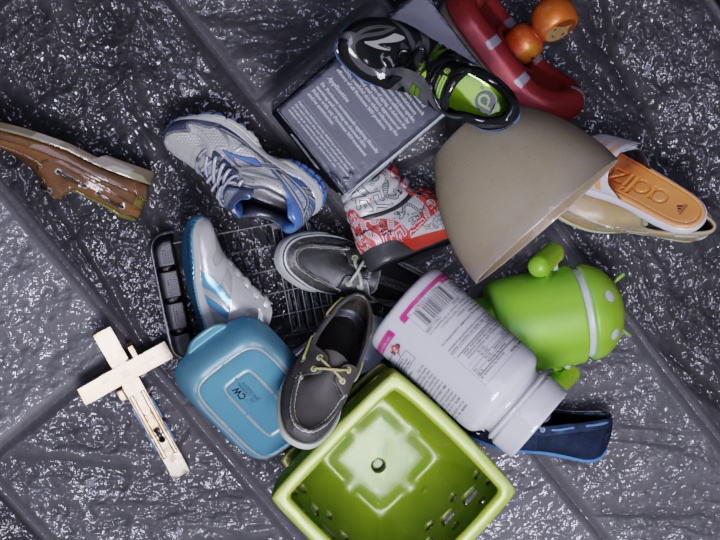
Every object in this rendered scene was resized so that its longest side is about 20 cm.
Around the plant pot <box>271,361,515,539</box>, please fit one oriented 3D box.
[{"bbox_3d":[0.029,0.232,1.373,0.200,0.181,0.199,-45,99,0],"label":"plant pot"}]

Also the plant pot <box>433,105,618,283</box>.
[{"bbox_3d":[0.157,-0.102,1.289,0.200,0.200,0.135,-40,83,-1],"label":"plant pot"}]

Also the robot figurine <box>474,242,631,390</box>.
[{"bbox_3d":[0.218,0.057,1.406,0.199,0.116,0.176,-10,102,-4],"label":"robot figurine"}]

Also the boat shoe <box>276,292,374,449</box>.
[{"bbox_3d":[-0.036,0.102,1.290,0.072,0.201,0.061,26,133,-4],"label":"boat shoe"}]

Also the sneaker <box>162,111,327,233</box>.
[{"bbox_3d":[-0.138,-0.108,1.352,0.200,0.085,0.077,26,137,1],"label":"sneaker"}]

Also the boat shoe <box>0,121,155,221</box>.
[{"bbox_3d":[-0.337,-0.113,1.356,0.200,0.072,0.068,19,93,-7],"label":"boat shoe"}]

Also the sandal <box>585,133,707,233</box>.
[{"bbox_3d":[0.308,-0.116,1.382,0.206,0.059,0.079,29,62,24],"label":"sandal"}]

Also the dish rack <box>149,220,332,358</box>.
[{"bbox_3d":[-0.137,0.017,1.401,0.200,0.055,0.154,-11,98,-6],"label":"dish rack"}]

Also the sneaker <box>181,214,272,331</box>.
[{"bbox_3d":[-0.147,0.030,1.341,0.081,0.077,0.200,-18,106,-12],"label":"sneaker"}]

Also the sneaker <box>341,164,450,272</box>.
[{"bbox_3d":[0.070,-0.078,1.377,0.201,0.067,0.108,-20,84,-34],"label":"sneaker"}]

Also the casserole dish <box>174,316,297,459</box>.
[{"bbox_3d":[-0.116,0.138,1.323,0.121,0.039,0.200,-37,126,0],"label":"casserole dish"}]

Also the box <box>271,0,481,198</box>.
[{"bbox_3d":[0.015,-0.191,1.318,0.196,0.200,0.124,-38,99,-1],"label":"box"}]

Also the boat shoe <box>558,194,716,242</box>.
[{"bbox_3d":[0.325,-0.075,1.423,0.199,0.076,0.072,6,95,-6],"label":"boat shoe"}]

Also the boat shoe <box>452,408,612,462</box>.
[{"bbox_3d":[0.207,0.176,1.441,0.200,0.084,0.069,8,114,-20],"label":"boat shoe"}]

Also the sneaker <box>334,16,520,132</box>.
[{"bbox_3d":[0.071,-0.196,1.180,0.199,0.083,0.071,24,93,-7],"label":"sneaker"}]

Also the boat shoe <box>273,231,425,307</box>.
[{"bbox_3d":[0.000,0.000,1.378,0.200,0.064,0.071,14,85,-25],"label":"boat shoe"}]

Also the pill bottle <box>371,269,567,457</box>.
[{"bbox_3d":[0.120,0.103,1.312,0.200,0.113,0.113,42,91,10],"label":"pill bottle"}]

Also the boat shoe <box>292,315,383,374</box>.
[{"bbox_3d":[-0.054,0.114,1.410,0.200,0.066,0.070,-34,95,-6],"label":"boat shoe"}]

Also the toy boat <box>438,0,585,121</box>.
[{"bbox_3d":[0.189,-0.257,1.352,0.131,0.131,0.200,-35,100,27],"label":"toy boat"}]

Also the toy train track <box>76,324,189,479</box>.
[{"bbox_3d":[-0.259,0.154,1.415,0.115,0.033,0.200,-28,104,-9],"label":"toy train track"}]
